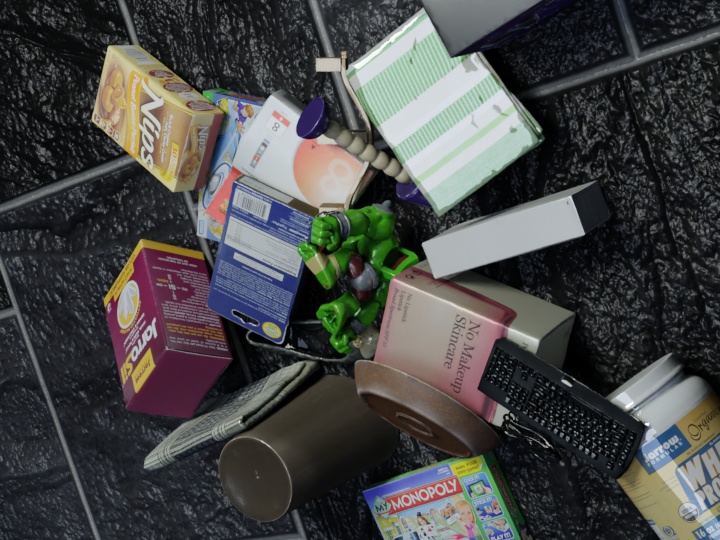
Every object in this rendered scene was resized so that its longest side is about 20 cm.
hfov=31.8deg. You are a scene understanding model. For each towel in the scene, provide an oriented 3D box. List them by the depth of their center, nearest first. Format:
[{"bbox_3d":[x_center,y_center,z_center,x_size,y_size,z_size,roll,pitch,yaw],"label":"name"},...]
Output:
[{"bbox_3d":[0.091,-0.185,1.420,0.152,0.023,0.200,-36,90,16],"label":"towel"},{"bbox_3d":[-0.169,0.183,1.662,0.192,0.200,0.035,-28,95,35],"label":"towel"}]

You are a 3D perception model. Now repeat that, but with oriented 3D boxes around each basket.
[{"bbox_3d":[-0.076,0.230,1.616,0.180,0.200,0.136,-1,104,32],"label":"basket"}]

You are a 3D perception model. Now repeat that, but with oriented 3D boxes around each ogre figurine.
[{"bbox_3d":[0.000,0.000,1.527,0.098,0.120,0.200,15,131,55],"label":"ogre figurine"}]

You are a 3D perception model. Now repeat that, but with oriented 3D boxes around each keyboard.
[{"bbox_3d":[0.203,0.161,1.359,0.200,0.040,0.104,32,119,35],"label":"keyboard"}]

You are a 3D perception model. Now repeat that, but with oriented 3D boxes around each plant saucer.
[{"bbox_3d":[0.073,0.173,1.522,0.200,0.200,0.035,24,73,25],"label":"plant saucer"}]

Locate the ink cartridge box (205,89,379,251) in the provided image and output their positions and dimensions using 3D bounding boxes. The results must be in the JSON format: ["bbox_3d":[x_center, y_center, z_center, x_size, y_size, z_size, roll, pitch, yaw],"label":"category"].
[{"bbox_3d":[-0.094,-0.101,1.584,0.162,0.050,0.200,37,110,3],"label":"ink cartridge box"}]

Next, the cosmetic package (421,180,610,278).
[{"bbox_3d":[0.177,-0.045,1.443,0.200,0.082,0.051,-17,94,36],"label":"cosmetic package"}]

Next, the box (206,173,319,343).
[{"bbox_3d":[-0.125,-0.012,1.614,0.121,0.032,0.200,25,122,13],"label":"box"}]

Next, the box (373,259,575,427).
[{"bbox_3d":[0.132,0.084,1.494,0.200,0.109,0.128,23,115,26],"label":"box"}]

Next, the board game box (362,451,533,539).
[{"bbox_3d":[0.110,0.316,1.627,0.200,0.029,0.135,-25,91,35],"label":"board game box"}]

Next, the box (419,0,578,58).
[{"bbox_3d":[0.184,-0.308,1.324,0.200,0.141,0.079,-28,91,35],"label":"box"}]

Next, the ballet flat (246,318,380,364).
[{"bbox_3d":[-0.059,0.093,1.651,0.200,0.057,0.067,-1,100,33],"label":"ballet flat"}]

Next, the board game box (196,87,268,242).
[{"bbox_3d":[-0.148,-0.128,1.655,0.135,0.034,0.201,15,111,28],"label":"board game box"}]

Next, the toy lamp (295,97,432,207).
[{"bbox_3d":[0.020,-0.131,1.469,0.058,0.200,0.058,-36,39,37],"label":"toy lamp"}]

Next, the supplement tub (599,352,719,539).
[{"bbox_3d":[0.350,0.205,1.368,0.145,0.145,0.200,-42,81,34],"label":"supplement tub"}]

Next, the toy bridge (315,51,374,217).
[{"bbox_3d":[-0.018,-0.160,1.507,0.067,0.027,0.201,2,103,11],"label":"toy bridge"}]

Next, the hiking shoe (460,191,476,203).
[{"bbox_3d":[0.102,-0.177,1.456,0.087,0.074,0.201,-15,97,34],"label":"hiking shoe"}]

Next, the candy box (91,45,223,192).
[{"bbox_3d":[-0.272,-0.204,1.676,0.200,0.055,0.116,40,124,33],"label":"candy box"}]

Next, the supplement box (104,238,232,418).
[{"bbox_3d":[-0.262,0.078,1.697,0.131,0.103,0.200,-52,42,31],"label":"supplement box"}]
